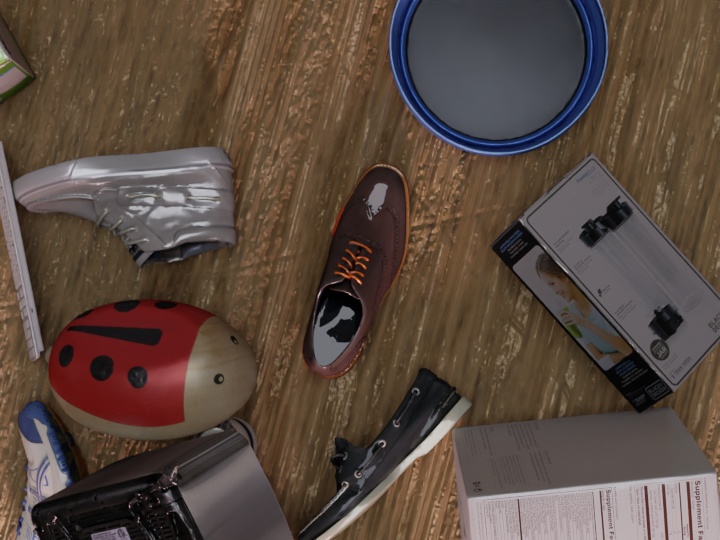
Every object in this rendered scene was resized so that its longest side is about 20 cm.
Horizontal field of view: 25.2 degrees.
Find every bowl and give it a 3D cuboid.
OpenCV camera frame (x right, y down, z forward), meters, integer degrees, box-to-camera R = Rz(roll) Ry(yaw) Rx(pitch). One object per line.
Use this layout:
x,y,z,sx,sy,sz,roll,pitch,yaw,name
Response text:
0.124,-0.204,1.464,0.198,0.039,0.203,0,87,1,bowl

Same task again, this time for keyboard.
-0.313,-0.018,1.452,0.011,0.056,0.202,-10,86,-23,keyboard

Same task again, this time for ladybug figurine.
-0.189,0.078,1.408,0.198,0.072,0.137,2,51,15,ladybug figurine

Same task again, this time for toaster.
-0.151,0.240,1.330,0.199,0.118,0.182,-19,97,38,toaster

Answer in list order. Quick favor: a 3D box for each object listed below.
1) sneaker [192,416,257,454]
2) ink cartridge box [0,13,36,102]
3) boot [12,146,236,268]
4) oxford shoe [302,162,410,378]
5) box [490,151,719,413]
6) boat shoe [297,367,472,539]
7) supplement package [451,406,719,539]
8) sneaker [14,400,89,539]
-0.126,0.229,1.423,0.076,0.081,0.202,-4,88,-1,sneaker
-0.366,-0.225,1.392,0.075,0.200,0.149,-30,87,-1,ink cartridge box
-0.209,-0.050,1.442,0.198,0.074,0.097,-8,80,-1,boot
0.000,0.000,1.437,0.070,0.073,0.202,15,87,2,oxford shoe
0.224,0.009,1.417,0.200,0.060,0.117,48,57,2,box
0.008,0.165,1.428,0.199,0.075,0.066,-43,85,-2,boat shoe
0.186,0.218,1.352,0.198,0.191,0.149,-6,101,1,supplement package
-0.278,0.218,1.429,0.087,0.075,0.202,-20,84,4,sneaker
